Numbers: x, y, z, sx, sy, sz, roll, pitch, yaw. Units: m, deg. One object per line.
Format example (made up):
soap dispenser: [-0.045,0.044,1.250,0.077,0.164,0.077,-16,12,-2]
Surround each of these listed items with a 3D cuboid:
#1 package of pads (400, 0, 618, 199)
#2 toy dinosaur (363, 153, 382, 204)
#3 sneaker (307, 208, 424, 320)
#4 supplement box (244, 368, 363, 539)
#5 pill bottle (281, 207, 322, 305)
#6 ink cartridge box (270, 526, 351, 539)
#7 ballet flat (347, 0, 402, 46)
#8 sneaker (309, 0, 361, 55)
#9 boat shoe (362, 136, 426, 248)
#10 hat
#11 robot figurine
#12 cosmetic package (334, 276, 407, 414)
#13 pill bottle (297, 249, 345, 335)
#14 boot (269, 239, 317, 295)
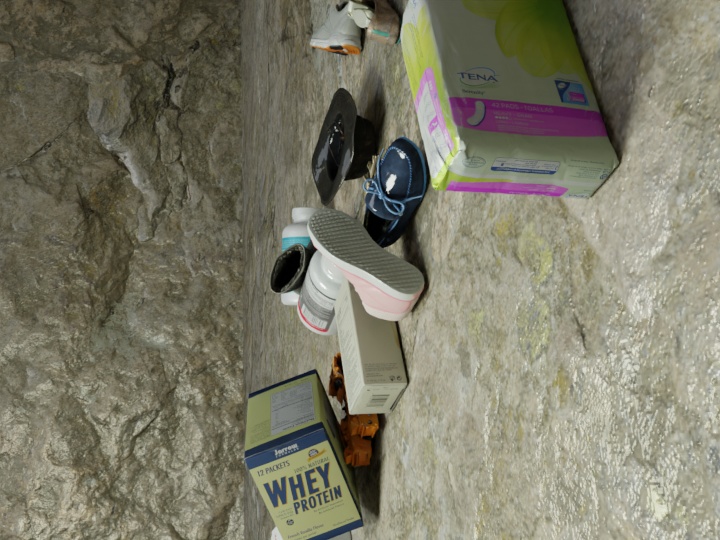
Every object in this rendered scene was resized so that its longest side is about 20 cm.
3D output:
package of pads: [0.119,-0.160,0.633,0.068,0.152,0.202,117,151,-56]
toy dinosaur: [0.026,-0.112,1.145,0.102,0.057,0.202,102,179,-52]
sneaker: [0.000,0.000,1.055,0.199,0.075,0.105,36,150,17]
supplement box: [-0.096,0.316,1.228,0.200,0.133,0.202,-108,-3,-70]
pill bottle: [-0.111,-0.028,1.525,0.111,0.109,0.203,174,97,-74]
ink cartridge box: [-0.097,0.535,1.404,0.201,0.083,0.147,-55,35,41]
ballet flat: [0.015,-0.424,1.188,0.201,0.066,0.069,-112,28,-55]
sneaker: [-0.039,-0.470,1.405,0.200,0.075,0.093,-145,65,-63]
boat shoe: [0.044,-0.094,1.027,0.084,0.068,0.201,37,145,26]
hat: [-0.018,-0.211,1.272,0.200,0.080,0.204,-175,90,-66]
robot figurine: [-0.014,0.224,1.248,0.201,0.057,0.146,-110,24,-51]
cosmetic package: [0.012,0.112,1.142,0.106,0.070,0.202,112,154,-53]
pill bottle: [-0.043,0.021,1.277,0.201,0.109,0.112,115,152,-54]
boot: [-0.101,-0.031,1.367,0.200,0.072,0.184,41,-109,-75]
